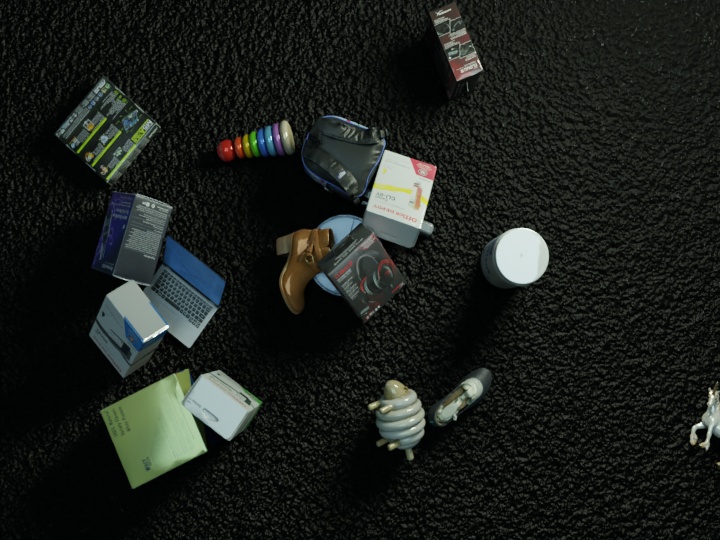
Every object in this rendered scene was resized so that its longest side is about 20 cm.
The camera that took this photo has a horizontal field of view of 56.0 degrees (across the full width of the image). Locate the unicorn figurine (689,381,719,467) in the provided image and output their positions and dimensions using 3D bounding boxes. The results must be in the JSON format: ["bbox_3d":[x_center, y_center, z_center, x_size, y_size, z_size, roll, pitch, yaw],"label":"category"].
[{"bbox_3d":[0.881,0.389,1.667,0.199,0.074,0.138,41,77,-11],"label":"unicorn figurine"}]

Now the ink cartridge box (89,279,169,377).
[{"bbox_3d":[-0.558,0.144,1.625,0.145,0.200,0.084,49,45,5],"label":"ink cartridge box"}]

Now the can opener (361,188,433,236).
[{"bbox_3d":[0.096,-0.150,1.715,0.195,0.053,0.069,20,87,1],"label":"can opener"}]

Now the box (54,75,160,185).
[{"bbox_3d":[-0.650,-0.360,1.741,0.192,0.048,0.201,39,86,1],"label":"box"}]

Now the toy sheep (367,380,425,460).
[{"bbox_3d":[0.095,0.364,1.642,0.134,0.138,0.206,-11,100,0],"label":"toy sheep"}]

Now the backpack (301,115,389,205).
[{"bbox_3d":[-0.050,-0.284,1.678,0.187,0.154,0.204,28,80,-6],"label":"backpack"}]

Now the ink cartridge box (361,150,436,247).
[{"bbox_3d":[0.095,-0.177,1.660,0.141,0.084,0.204,18,58,0],"label":"ink cartridge box"}]

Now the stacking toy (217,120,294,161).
[{"bbox_3d":[-0.270,-0.317,1.723,0.194,0.085,0.088,-13,86,6],"label":"stacking toy"}]

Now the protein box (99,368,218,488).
[{"bbox_3d":[-0.482,0.378,1.640,0.196,0.135,0.203,-25,87,-2],"label":"protein box"}]

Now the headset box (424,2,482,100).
[{"bbox_3d":[0.234,-0.535,1.695,0.075,0.149,0.205,-21,86,-1],"label":"headset box"}]

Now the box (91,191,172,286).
[{"bbox_3d":[-0.560,-0.079,1.656,0.103,0.146,0.206,19,83,-42],"label":"box"}]

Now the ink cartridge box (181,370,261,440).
[{"bbox_3d":[-0.325,0.316,1.611,0.145,0.200,0.084,36,87,3],"label":"ink cartridge box"}]

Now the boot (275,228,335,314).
[{"bbox_3d":[-0.122,-0.001,1.672,0.151,0.076,0.206,-10,84,21],"label":"boot"}]

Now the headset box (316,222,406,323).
[{"bbox_3d":[0.000,0.000,1.624,0.148,0.075,0.201,-41,125,-7],"label":"headset box"}]

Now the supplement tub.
[{"bbox_3d":[0.367,-0.026,1.630,0.128,0.200,0.136,0,85,1],"label":"supplement tub"}]

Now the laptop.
[{"bbox_3d":[-0.449,0.056,1.673,0.186,0.116,0.202,36,87,4],"label":"laptop"}]

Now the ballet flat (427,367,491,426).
[{"bbox_3d":[0.251,0.318,1.672,0.198,0.073,0.074,-38,86,-2],"label":"ballet flat"}]

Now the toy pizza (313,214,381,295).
[{"bbox_3d":[-0.039,-0.038,1.718,0.194,0.032,0.207,0,88,2],"label":"toy pizza"}]
